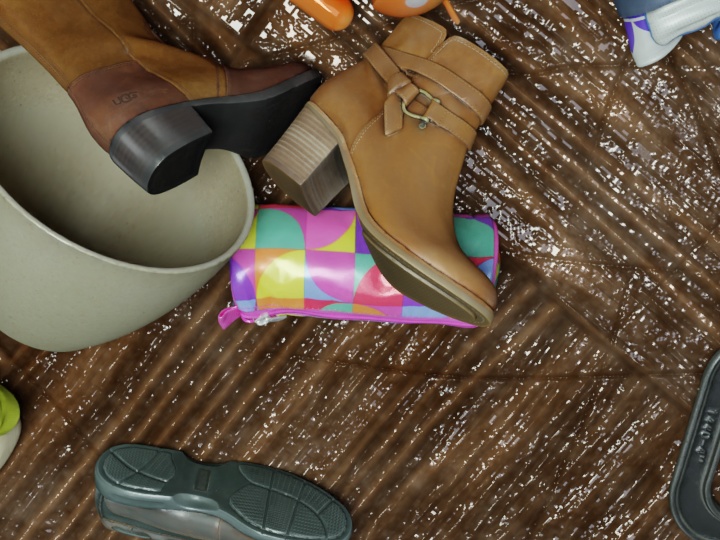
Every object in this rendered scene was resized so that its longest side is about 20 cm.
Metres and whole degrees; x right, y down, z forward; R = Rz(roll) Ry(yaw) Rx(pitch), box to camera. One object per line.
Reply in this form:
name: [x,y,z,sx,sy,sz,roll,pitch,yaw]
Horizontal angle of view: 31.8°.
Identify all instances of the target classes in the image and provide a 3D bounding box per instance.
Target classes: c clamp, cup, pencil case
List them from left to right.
cup: [-0.189,-0.029,0.844,0.199,0.201,0.144,32,125,-8]
pencil case: [0.000,0.000,0.892,0.196,0.088,0.090,0,104,0]
c clamp: [0.323,0.148,0.961,0.168,0.027,0.203,8,105,3]

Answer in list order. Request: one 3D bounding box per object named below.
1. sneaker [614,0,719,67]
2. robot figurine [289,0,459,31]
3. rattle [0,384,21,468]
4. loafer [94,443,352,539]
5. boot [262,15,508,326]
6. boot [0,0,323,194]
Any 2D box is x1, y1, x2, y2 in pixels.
sneaker: [0.170,-0.211,0.840,0.196,0.081,0.149,1,100,-6]
robot figurine: [0.000,-0.243,0.814,0.198,0.117,0.145,30,79,-7]
rattle: [-0.344,0.138,0.935,0.142,0.130,0.201,34,128,3]
loafer: [-0.104,0.185,0.953,0.197,0.072,0.064,15,124,3]
boot: [0.050,-0.071,0.840,0.199,0.077,0.155,39,77,27]
boot: [-0.142,-0.154,0.851,0.200,0.187,0.069,46,141,14]
